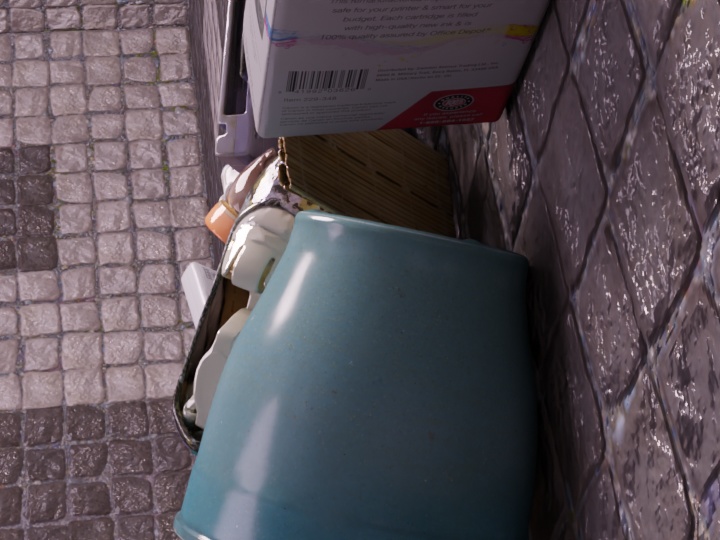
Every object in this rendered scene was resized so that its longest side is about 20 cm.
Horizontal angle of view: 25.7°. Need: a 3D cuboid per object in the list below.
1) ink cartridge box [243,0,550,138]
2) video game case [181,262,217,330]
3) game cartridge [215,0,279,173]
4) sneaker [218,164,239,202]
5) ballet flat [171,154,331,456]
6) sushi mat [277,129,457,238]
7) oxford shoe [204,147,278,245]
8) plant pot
[{"bbox_3d":[0.019,-0.156,0.826,0.200,0.147,0.086,108,156,-62],"label":"ink cartridge box"},{"bbox_3d":[-0.040,0.084,1.195,0.024,0.182,0.200,-54,31,18],"label":"video game case"},{"bbox_3d":[-0.052,-0.153,1.085,0.130,0.038,0.201,31,-120,-61],"label":"game cartridge"},{"bbox_3d":[-0.069,-0.034,1.160,0.075,0.087,0.201,111,175,-49],"label":"sneaker"},{"bbox_3d":[-0.063,0.023,0.949,0.072,0.072,0.201,-134,63,-76],"label":"ballet flat"},{"bbox_3d":[0.006,-0.062,0.978,0.200,0.012,0.096,27,-129,-51],"label":"sushi mat"},{"bbox_3d":[0.000,0.000,1.014,0.073,0.200,0.071,-53,12,5],"label":"oxford shoe"},{"bbox_3d":[0.013,0.070,0.878,0.200,0.199,0.189,-170,92,-80],"label":"plant pot"}]
